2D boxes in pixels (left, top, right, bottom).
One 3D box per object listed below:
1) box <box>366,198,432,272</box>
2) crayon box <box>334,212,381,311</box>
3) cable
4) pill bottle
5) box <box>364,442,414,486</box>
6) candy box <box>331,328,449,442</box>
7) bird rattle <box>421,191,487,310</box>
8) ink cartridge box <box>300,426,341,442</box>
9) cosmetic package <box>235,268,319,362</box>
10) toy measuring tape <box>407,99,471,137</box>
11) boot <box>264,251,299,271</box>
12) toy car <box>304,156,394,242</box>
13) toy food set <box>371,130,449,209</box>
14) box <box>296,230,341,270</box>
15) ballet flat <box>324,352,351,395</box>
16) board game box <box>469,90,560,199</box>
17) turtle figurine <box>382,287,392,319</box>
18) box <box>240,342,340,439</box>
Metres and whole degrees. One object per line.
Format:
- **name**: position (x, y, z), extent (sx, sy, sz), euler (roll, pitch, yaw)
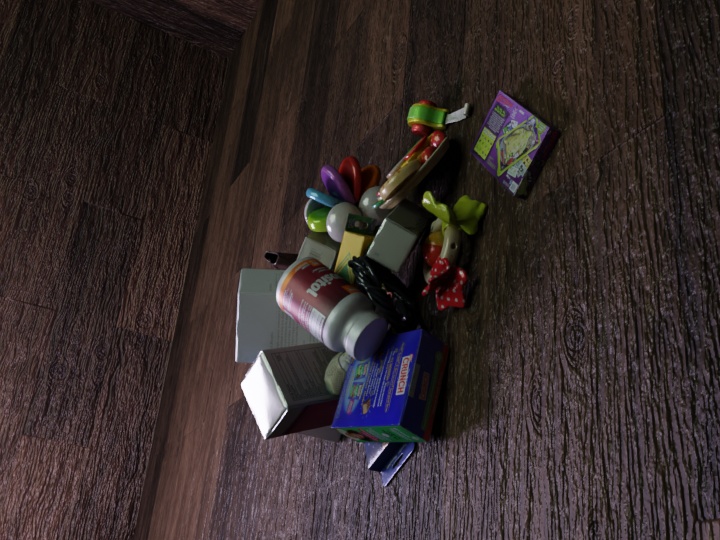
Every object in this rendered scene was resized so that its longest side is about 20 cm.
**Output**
- **box**: position (0.075, -0.068, 1.509), extent (0.083, 0.068, 0.200), euler (-62, -4, 20)
- **crayon box**: position (0.000, 0.000, 1.570), extent (0.051, 0.125, 0.204), euler (16, 96, 27)
- **cable**: position (0.042, 0.042, 1.469), extent (0.050, 0.200, 0.166), euler (-29, 79, 15)
- **pill bottle**: position (-0.049, 0.070, 1.451), extent (0.199, 0.112, 0.115), euler (35, 109, 32)
- **box**: position (0.045, 0.276, 1.499), extent (0.122, 0.032, 0.202), euler (-58, 28, 32)
- **candy box**: position (0.051, 0.204, 1.418), extent (0.199, 0.076, 0.172), euler (-18, 49, 54)
- **bird rattle**: position (0.151, -0.031, 1.427), extent (0.163, 0.110, 0.205), euler (156, 118, -78)
- **ink cartridge box**: position (-0.124, 0.279, 1.741), extent (0.200, 0.142, 0.086), euler (26, 97, 68)
- **cosmetic package**: position (-0.179, 0.102, 1.847), extent (0.165, 0.195, 0.169), euler (-104, 19, -71)
- **toy measuring tape**: position (0.144, -0.310, 1.628), extent (0.199, 0.072, 0.075), euler (-2, 72, 67)
- **boot**: position (-0.158, -0.024, 2.008), extent (0.200, 0.164, 0.074), euler (24, 96, 67)
- **toy car**: position (-0.034, -0.162, 1.756), extent (0.174, 0.197, 0.152), euler (29, 142, 58)
- **toy food set**: position (0.096, -0.194, 1.585), extent (0.201, 0.049, 0.198), euler (-49, 6, -15)
- **box**: position (-0.080, -0.039, 1.844), extent (0.200, 0.077, 0.096), euler (-49, -17, -74)
- **ballet flat**: position (-0.008, 0.160, 1.554), extent (0.200, 0.067, 0.063), euler (-48, -11, -54)
- **board game box**: position (0.252, -0.212, 1.361), extent (0.201, 0.032, 0.122), euler (-116, 43, -58)
- **turtle figurine**: position (-0.019, 0.091, 1.698), extent (0.201, 0.064, 0.162), euler (-53, 27, 14)
- **box**: position (-0.105, 0.223, 1.552), extent (0.110, 0.197, 0.129), euler (-54, 54, 37)
